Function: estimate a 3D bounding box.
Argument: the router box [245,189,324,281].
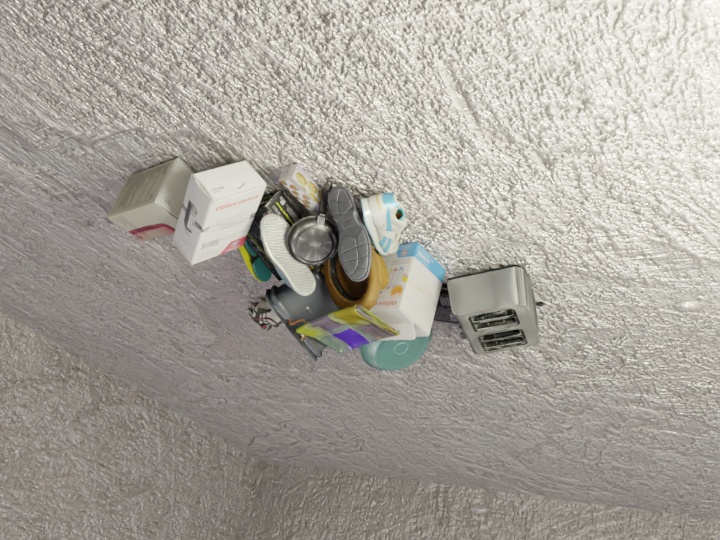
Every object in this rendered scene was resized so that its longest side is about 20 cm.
[{"bbox_3d":[-0.185,-0.076,1.563,0.150,0.062,0.200,-12,124,44],"label":"router box"}]

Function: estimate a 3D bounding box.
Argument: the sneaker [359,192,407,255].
[{"bbox_3d":[0.060,-0.093,1.427,0.081,0.077,0.200,-15,155,8],"label":"sneaker"}]

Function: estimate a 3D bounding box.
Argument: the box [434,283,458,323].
[{"bbox_3d":[0.218,0.082,1.690,0.199,0.036,0.143,5,149,20],"label":"box"}]

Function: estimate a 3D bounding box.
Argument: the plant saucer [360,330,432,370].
[{"bbox_3d":[0.100,0.191,1.749,0.199,0.036,0.200,-12,130,-15],"label":"plant saucer"}]

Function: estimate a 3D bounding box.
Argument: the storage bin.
[{"bbox_3d":[-0.112,0.093,1.611,0.200,0.134,0.146,52,-176,-13],"label":"storage bin"}]

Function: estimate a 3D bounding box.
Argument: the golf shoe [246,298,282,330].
[{"bbox_3d":[-0.270,0.122,2.004,0.088,0.077,0.200,37,147,-19],"label":"golf shoe"}]

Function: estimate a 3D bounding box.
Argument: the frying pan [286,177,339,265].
[{"bbox_3d":[-0.076,-0.088,1.436,0.115,0.031,0.190,33,107,-23],"label":"frying pan"}]

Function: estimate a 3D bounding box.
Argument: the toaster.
[{"bbox_3d":[0.307,0.088,1.522,0.199,0.119,0.181,-12,140,18],"label":"toaster"}]

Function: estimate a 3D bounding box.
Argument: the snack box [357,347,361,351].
[{"bbox_3d":[0.034,0.151,1.805,0.053,0.143,0.200,-6,144,37],"label":"snack box"}]

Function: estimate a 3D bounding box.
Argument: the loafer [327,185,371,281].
[{"bbox_3d":[-0.013,-0.075,1.395,0.072,0.201,0.063,-16,173,18],"label":"loafer"}]

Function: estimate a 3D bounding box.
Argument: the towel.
[{"bbox_3d":[-0.029,0.132,1.495,0.200,0.023,0.144,-20,140,37],"label":"towel"}]

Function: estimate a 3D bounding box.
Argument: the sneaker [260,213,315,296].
[{"bbox_3d":[-0.172,-0.033,1.494,0.082,0.074,0.200,14,131,61],"label":"sneaker"}]

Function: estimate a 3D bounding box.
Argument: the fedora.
[{"bbox_3d":[0.000,0.000,1.483,0.082,0.201,0.200,-5,169,-38],"label":"fedora"}]

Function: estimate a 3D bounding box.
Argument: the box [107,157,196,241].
[{"bbox_3d":[-0.460,-0.158,1.557,0.200,0.128,0.109,-8,143,40],"label":"box"}]

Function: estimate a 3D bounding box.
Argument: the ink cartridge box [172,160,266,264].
[{"bbox_3d":[-0.301,-0.123,1.442,0.085,0.145,0.200,50,136,16],"label":"ink cartridge box"}]

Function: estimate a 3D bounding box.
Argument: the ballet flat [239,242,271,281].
[{"bbox_3d":[-0.276,-0.048,1.729,0.067,0.067,0.200,29,155,26],"label":"ballet flat"}]

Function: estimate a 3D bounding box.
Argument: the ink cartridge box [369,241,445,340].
[{"bbox_3d":[0.090,0.058,1.544,0.128,0.200,0.125,-8,143,39],"label":"ink cartridge box"}]

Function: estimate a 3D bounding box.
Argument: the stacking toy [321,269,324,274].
[{"bbox_3d":[-0.108,0.017,1.701,0.146,0.146,0.200,-2,128,32],"label":"stacking toy"}]

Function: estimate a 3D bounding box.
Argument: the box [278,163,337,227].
[{"bbox_3d":[-0.095,-0.149,1.455,0.039,0.042,0.200,-6,143,37],"label":"box"}]
